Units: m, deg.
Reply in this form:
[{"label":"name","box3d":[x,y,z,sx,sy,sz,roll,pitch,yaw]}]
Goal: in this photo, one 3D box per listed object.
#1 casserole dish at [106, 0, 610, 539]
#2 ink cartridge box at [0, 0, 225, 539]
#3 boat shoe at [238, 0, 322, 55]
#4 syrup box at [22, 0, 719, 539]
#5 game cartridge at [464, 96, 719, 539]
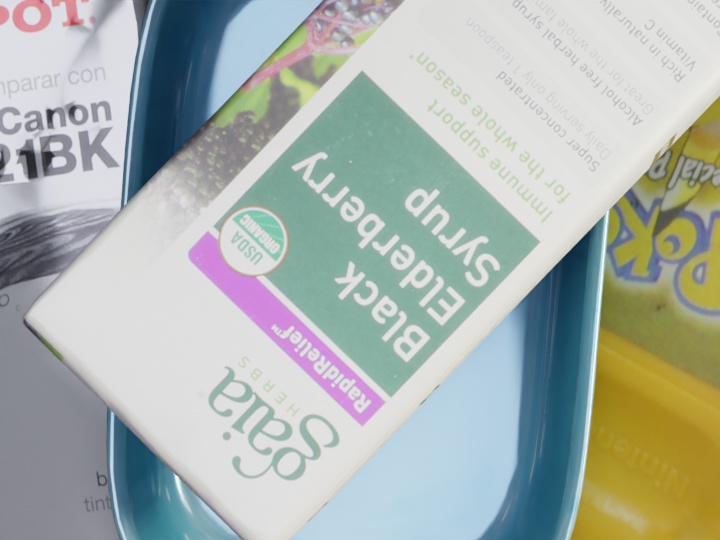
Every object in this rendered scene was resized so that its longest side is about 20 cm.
[{"label":"casserole dish","box3d":[0.000,0.000,0.736,0.121,0.039,0.200,4,91,0]},{"label":"ink cartridge box","box3d":[-0.108,0.011,0.806,0.144,0.084,0.200,-7,91,9]},{"label":"boat shoe","box3d":[-0.021,-0.085,0.788,0.062,0.072,0.200,13,75,-38]},{"label":"syrup box","box3d":[0.021,-0.032,0.677,0.079,0.081,0.200,44,90,3]},{"label":"game cartridge","box3d":[0.076,-0.026,0.754,0.176,0.032,0.200,29,99,37]}]
